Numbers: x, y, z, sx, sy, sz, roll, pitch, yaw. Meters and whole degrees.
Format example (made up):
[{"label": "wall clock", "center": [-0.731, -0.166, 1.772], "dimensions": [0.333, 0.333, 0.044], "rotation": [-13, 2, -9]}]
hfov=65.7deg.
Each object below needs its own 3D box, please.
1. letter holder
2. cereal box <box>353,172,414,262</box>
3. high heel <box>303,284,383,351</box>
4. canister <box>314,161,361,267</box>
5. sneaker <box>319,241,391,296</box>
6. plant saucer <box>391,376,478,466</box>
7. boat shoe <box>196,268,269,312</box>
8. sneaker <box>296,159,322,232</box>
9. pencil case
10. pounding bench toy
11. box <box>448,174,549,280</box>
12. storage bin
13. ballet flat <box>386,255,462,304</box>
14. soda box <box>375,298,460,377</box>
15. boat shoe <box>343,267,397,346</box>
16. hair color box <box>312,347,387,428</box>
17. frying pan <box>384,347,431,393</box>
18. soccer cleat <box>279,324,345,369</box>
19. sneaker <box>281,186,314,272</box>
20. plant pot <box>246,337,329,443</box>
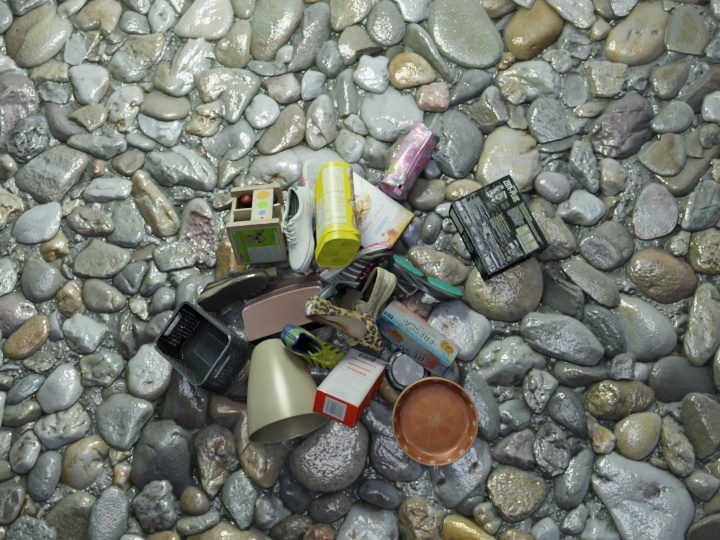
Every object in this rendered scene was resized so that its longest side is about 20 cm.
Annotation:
[{"label": "letter holder", "center": [-0.180, 0.082, 1.344], "dimensions": [0.198, 0.101, 0.144], "rotation": [-17, 76, 0]}, {"label": "cereal box", "center": [0.016, -0.136, 1.407], "dimensions": [0.199, 0.040, 0.145], "rotation": [35, 85, 9]}, {"label": "high heel", "center": [-0.039, 0.129, 1.233], "dimensions": [0.200, 0.142, 0.071], "rotation": [45, 118, 3]}, {"label": "canister", "center": [-0.058, -0.130, 1.291], "dimensions": [0.085, 0.149, 0.203], "rotation": [3, 65, -16]}, {"label": "sneaker", "center": [0.000, 0.000, 1.350], "dimensions": [0.198, 0.074, 0.088], "rotation": [-28, 91, 20]}, {"label": "plant saucer", "center": [0.171, 0.347, 1.290], "dimensions": [0.197, 0.032, 0.203], "rotation": [0, 89, 4]}, {"label": "boat shoe", "center": [-0.312, 0.032, 1.356], "dimensions": [0.198, 0.075, 0.074], "rotation": [-20, 48, 15]}, {"label": "sneaker", "center": [-0.134, -0.175, 1.410], "dimensions": [0.076, 0.082, 0.203], "rotation": [17, 72, -25]}, {"label": "pencil case", "center": [0.123, -0.270, 1.403], "dimensions": [0.087, 0.088, 0.201], "rotation": [29, 78, 9]}, {"label": "pounding bench toy", "center": [-0.244, -0.092, 1.379], "dimensions": [0.122, 0.201, 0.157], "rotation": [-5, 46, 0]}, {"label": "box", "center": [0.332, -0.104, 1.359], "dimensions": [0.162, 0.086, 0.202], "rotation": [-26, 78, -2]}, {"label": "storage bin", "center": [-0.367, 0.180, 1.302], "dimensions": [0.199, 0.094, 0.136], "rotation": [29, 81, 34]}, {"label": "ballet flat", "center": [0.149, 0.037, 1.357], "dimensions": [0.198, 0.073, 0.074], "rotation": [28, 81, 2]}, {"label": "soda box", "center": [0.133, 0.160, 1.316], "dimensions": [0.199, 0.064, 0.068], "rotation": [37, 47, 10]}, {"label": "boat shoe", "center": [0.009, 0.085, 1.324], "dimensions": [0.065, 0.072, 0.201], "rotation": [27, 100, -32]}, {"label": "hair color box", "center": [-0.019, 0.256, 1.242], "dimensions": [0.100, 0.200, 0.062], "rotation": [20, 115, 15]}, {"label": "frying pan", "center": [0.082, 0.218, 1.339], "dimensions": [0.189, 0.031, 0.116], "rotation": [32, 81, 6]}, {"label": "soccer cleat", "center": [-0.100, 0.188, 1.281], "dimensions": [0.083, 0.200, 0.065], "rotation": [24, 81, 52]}, {"label": "sneaker", "center": [-0.153, -0.098, 1.305], "dimensions": [0.072, 0.070, 0.203], "rotation": [-3, 85, 39]}, {"label": "plant pot", "center": [-0.185, 0.266, 1.279], "dimensions": [0.185, 0.188, 0.202], "rotation": [-18, 63, -1]}]
